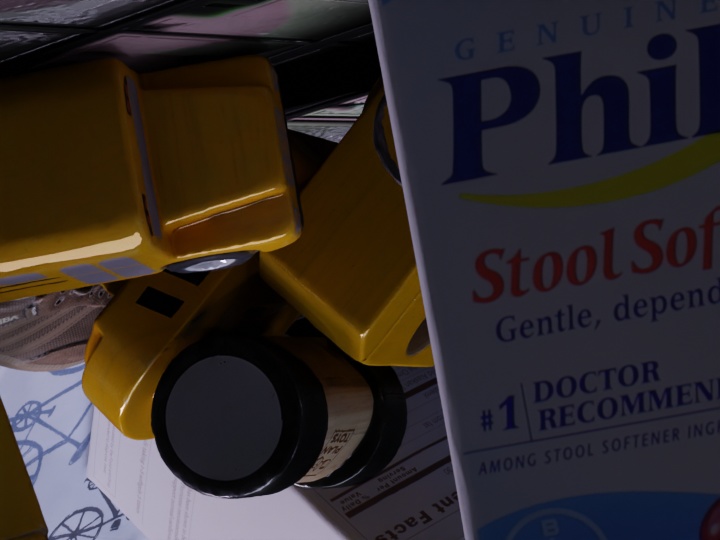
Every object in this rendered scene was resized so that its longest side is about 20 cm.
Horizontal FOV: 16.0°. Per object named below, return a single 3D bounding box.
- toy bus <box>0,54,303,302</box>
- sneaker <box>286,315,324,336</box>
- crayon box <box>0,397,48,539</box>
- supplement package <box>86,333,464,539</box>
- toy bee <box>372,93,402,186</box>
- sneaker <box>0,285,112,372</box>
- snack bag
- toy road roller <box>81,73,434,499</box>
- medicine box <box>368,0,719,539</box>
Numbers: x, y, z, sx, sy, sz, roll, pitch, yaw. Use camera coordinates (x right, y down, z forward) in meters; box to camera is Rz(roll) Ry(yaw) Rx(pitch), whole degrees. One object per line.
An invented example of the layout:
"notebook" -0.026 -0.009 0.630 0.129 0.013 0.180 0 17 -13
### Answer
"toy bus" -0.123 -0.023 0.816 0.200 0.065 0.078 -10 173 5
"sneaker" 0.000 0.000 1.147 0.200 0.090 0.070 -5 172 -43
"crayon box" -0.184 0.060 0.852 0.127 0.200 0.051 -10 142 -20
"supplement package" -0.017 0.093 1.166 0.117 0.200 0.117 -25 144 -35
"toy bee" 0.119 -0.043 0.818 0.200 0.131 0.109 25 179 8
"sneaker" -0.130 0.002 1.035 0.076 0.070 0.200 -15 173 35
"snack bag" -0.123 0.067 1.219 0.200 0.021 0.189 2 123 -54
"toy road roller" -0.024 -0.020 0.915 0.200 0.146 0.123 -50 164 11
"medicine box" 0.109 -0.006 0.711 0.182 0.200 0.103 -11 177 6
